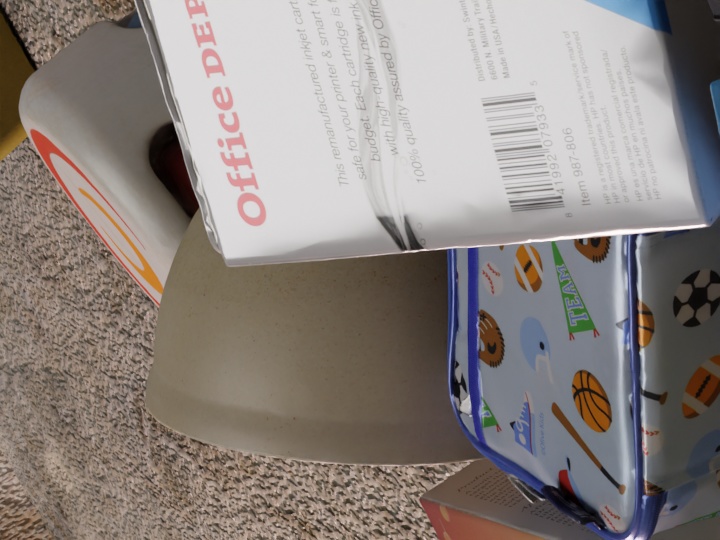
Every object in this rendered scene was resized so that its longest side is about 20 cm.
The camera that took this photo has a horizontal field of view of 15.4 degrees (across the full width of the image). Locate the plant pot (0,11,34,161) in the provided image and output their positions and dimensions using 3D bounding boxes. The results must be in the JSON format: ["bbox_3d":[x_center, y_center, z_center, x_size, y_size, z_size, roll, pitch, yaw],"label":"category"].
[{"bbox_3d":[-0.347,-0.132,2.010,0.200,0.176,0.200,60,164,-4],"label":"plant pot"}]

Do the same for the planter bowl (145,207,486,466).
[{"bbox_3d":[0.000,0.000,1.249,0.200,0.200,0.135,-154,63,-61],"label":"planter bowl"}]

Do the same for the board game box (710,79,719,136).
[{"bbox_3d":[0.167,0.050,0.881,0.200,0.040,0.153,61,-161,-47],"label":"board game box"}]

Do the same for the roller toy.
[{"bbox_3d":[-0.074,-0.061,1.404,0.200,0.140,0.183,46,169,28],"label":"roller toy"}]

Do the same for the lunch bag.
[{"bbox_3d":[0.091,0.007,1.083,0.160,0.075,0.200,34,133,49],"label":"lunch bag"}]

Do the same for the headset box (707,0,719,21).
[{"bbox_3d":[0.139,-0.156,0.703,0.174,0.093,0.200,64,163,-17],"label":"headset box"}]

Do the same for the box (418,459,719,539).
[{"bbox_3d":[0.136,0.152,1.216,0.153,0.106,0.200,63,163,-12],"label":"box"}]

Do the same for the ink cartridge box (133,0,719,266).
[{"bbox_3d":[0.031,-0.088,0.947,0.200,0.084,0.145,-4,111,30],"label":"ink cartridge box"}]
